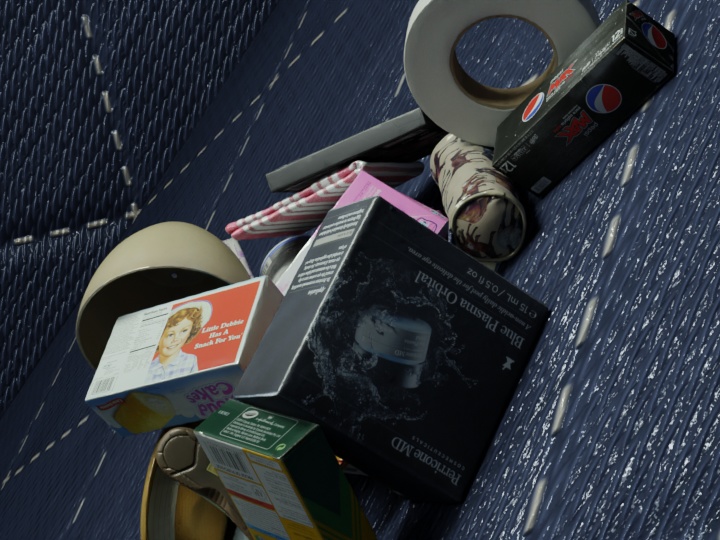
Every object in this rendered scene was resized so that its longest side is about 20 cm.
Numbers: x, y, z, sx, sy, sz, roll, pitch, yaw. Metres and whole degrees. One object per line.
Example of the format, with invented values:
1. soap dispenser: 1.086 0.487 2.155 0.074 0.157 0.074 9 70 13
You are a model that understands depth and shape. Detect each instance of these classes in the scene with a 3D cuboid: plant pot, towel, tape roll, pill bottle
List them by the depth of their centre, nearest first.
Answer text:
1. tape roll: 0.144 -0.214 1.569 0.203 0.203 0.037 -47 20 33
2. plant pot: -0.204 0.024 1.729 0.200 0.200 0.135 -47 30 33
3. towel: -0.041 -0.085 1.805 0.200 0.030 0.146 -25 -8 28
4. pill bottle: -0.051 0.033 1.833 0.114 0.114 0.200 -56 17 6

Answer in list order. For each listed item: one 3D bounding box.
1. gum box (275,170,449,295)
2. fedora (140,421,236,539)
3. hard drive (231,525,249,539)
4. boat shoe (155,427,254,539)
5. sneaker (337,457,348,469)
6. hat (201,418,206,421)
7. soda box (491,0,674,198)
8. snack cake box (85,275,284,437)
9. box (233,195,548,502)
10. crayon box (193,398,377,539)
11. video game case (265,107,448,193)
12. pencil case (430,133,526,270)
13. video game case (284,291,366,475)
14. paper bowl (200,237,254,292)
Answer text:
1. gum box: 0.000 0.000 1.686 0.200 0.113 0.066 -54 -20 -11
2. fedora: -0.165 0.241 1.669 0.201 0.082 0.201 4 -90 -75
3. hard drive: -0.115 0.339 1.555 0.200 0.033 0.140 -108 35 -69
4. boat shoe: -0.109 0.221 1.574 0.072 0.200 0.076 -53 -11 -5
5. sneaker: 0.001 0.116 1.490 0.200 0.073 0.077 -60 -22 -12
6. hat: -0.085 0.165 1.638 0.201 0.200 0.081 -91 12 -61
7. soda box: 0.212 -0.163 1.518 0.200 0.063 0.071 -44 21 38
8. snack cake box: -0.169 0.088 1.589 0.200 0.067 0.115 -15 40 31
9. box: 0.028 0.072 1.395 0.200 0.197 0.117 -63 18 -16
10. crayon box: -0.052 0.212 1.376 0.052 0.200 0.126 -41 31 -29
11. video game case: 0.018 -0.134 1.787 0.200 0.026 0.181 -22 -7 23
12. pencil case: 0.117 -0.076 1.608 0.200 0.078 0.090 -98 26 -65
13. video game case: -0.017 0.108 1.557 0.182 0.024 0.200 5 52 20
14. paper bowl: -0.158 0.069 1.893 0.104 0.201 0.201 -22 16 -6
